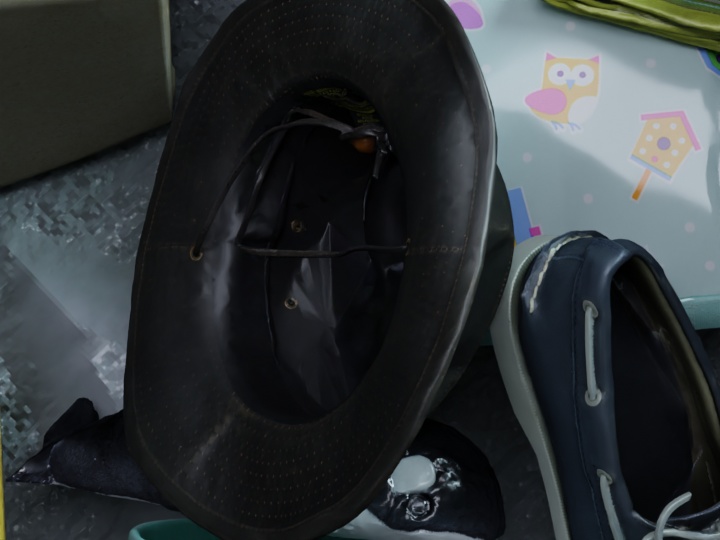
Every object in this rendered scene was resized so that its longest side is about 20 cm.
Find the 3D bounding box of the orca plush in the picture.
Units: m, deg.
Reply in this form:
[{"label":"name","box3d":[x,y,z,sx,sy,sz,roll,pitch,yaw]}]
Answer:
[{"label":"orca plush","box3d":[-0.037,0.057,0.879,0.199,0.105,0.071,6,91,39]}]

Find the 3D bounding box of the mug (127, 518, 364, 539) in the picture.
[{"label":"mug","box3d":[-0.026,0.153,0.803,0.184,0.152,0.115,5,90,-17]}]

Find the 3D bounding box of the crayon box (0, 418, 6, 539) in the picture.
[{"label":"crayon box","box3d":[-0.231,0.109,0.918,0.199,0.051,0.128,-8,67,6]}]

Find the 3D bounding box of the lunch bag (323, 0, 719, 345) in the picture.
[{"label":"lunch bag","box3d":[0.070,-0.059,0.901,0.170,0.122,0.201,-3,62,7]}]

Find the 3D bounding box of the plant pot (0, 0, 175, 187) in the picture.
[{"label":"plant pot","box3d":[-0.166,-0.142,0.941,0.176,0.200,0.201,-2,67,-3]}]

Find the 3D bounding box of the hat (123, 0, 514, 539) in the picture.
[{"label":"hat","box3d":[0.000,0.000,0.798,0.200,0.081,0.202,-17,66,43]}]

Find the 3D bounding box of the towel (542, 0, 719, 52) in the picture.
[{"label":"towel","box3d":[0.129,-0.172,0.884,0.086,0.018,0.201,16,60,4]}]

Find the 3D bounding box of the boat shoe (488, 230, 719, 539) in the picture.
[{"label":"boat shoe","box3d":[0.110,0.077,0.817,0.075,0.062,0.201,-27,105,-31]}]
